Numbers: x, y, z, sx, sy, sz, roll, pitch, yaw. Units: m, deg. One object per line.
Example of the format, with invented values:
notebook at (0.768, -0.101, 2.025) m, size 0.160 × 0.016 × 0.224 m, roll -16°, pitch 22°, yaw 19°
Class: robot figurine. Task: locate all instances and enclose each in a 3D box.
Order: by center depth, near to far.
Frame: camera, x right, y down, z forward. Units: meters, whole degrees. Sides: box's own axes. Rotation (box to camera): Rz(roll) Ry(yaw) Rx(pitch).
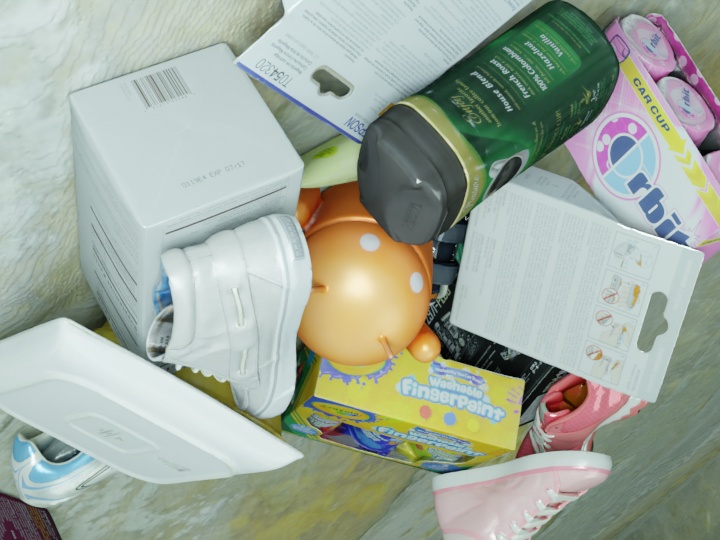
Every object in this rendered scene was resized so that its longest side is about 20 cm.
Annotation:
robot figurine at (0.002, 0.001, 0.991) m, size 0.115 × 0.200 × 0.146 m, roll -3°, pitch 112°, yaw 6°

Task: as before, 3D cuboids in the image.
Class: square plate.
square plate at (-0.169, 0.104, 0.891) m, size 0.197 × 0.029 × 0.199 m, roll 34°, pitch 151°, yaw -26°

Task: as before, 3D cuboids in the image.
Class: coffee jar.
coffee jar at (0.088, -0.105, 0.915) m, size 0.199 × 0.085 × 0.105 m, roll -36°, pitch 164°, yaw -23°

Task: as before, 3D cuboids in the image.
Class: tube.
tube at (0.016, -0.096, 0.971) m, size 0.198 × 0.052 × 0.058 m, roll -23°, pitch 150°, yaw -22°

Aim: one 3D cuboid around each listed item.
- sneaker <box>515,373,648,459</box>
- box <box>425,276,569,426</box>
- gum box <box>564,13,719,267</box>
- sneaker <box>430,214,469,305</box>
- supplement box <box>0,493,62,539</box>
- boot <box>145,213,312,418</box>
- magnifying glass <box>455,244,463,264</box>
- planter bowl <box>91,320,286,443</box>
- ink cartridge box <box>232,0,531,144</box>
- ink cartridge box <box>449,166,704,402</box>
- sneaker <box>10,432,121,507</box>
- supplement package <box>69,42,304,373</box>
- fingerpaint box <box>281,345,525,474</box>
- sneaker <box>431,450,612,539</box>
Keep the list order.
sneaker at (0.197, 0.145, 1.253) m, size 0.086 × 0.074 × 0.201 m, roll 6°, pitch 134°, yaw -34°
box at (0.162, 0.039, 1.272) m, size 0.085 × 0.165 × 0.201 m, roll -15°, pitch 150°, yaw -35°
gum box at (0.245, -0.106, 1.066) m, size 0.066 × 0.201 × 0.114 m, roll -14°, pitch 158°, yaw -36°
sneaker at (0.060, -0.021, 1.138) m, size 0.078 × 0.080 × 0.200 m, roll -1°, pitch 139°, yaw -50°
supplement box at (-0.358, 0.275, 1.143) m, size 0.130 × 0.104 × 0.200 m, roll -34°, pitch 157°, yaw 1°
boot at (-0.092, 0.039, 0.812) m, size 0.095 × 0.074 × 0.201 m, roll -13°, pitch 146°, yaw -18°
magnifying glass at (0.153, 0.017, 1.172) m, size 0.022 × 0.200 × 0.080 m, roll -23°, pitch 153°, yaw -40°
planter bowl at (-0.139, 0.072, 1.003) m, size 0.201 × 0.198 × 0.084 m, roll 72°, pitch 34°, yaw -66°
ink cartridge box at (0.027, -0.182, 0.830) m, size 0.199 × 0.044 × 0.196 m, roll -38°, pitch 158°, yaw 13°
ink cartridge box at (0.183, 0.007, 1.093) m, size 0.047 × 0.198 × 0.162 m, roll -47°, pitch 152°, yaw -51°
sneaker at (-0.213, 0.140, 1.119) m, size 0.199 × 0.072 × 0.073 m, roll -24°, pitch 129°, yaw -36°
supplement package at (-0.120, -0.031, 0.848) m, size 0.113 × 0.110 × 0.201 m, roll -22°, pitch 154°, yaw -23°
fingerpaint box at (0.032, 0.131, 1.221) m, size 0.198 × 0.074 × 0.167 m, roll 17°, pitch 158°, yaw -13°
sneaker at (0.157, 0.234, 1.218) m, size 0.199 × 0.106 × 0.075 m, roll -19°, pitch 156°, yaw 36°
